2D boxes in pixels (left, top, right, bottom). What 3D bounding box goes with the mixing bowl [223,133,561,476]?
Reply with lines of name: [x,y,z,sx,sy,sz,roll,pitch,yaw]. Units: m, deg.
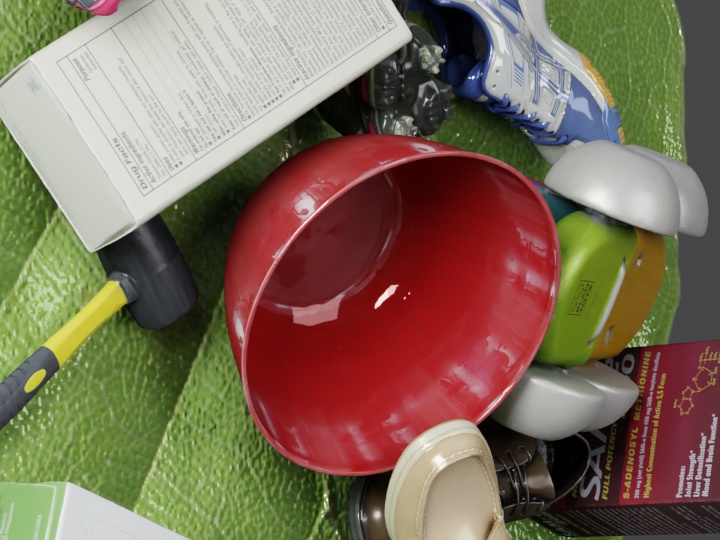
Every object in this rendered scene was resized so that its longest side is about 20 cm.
mixing bowl: [0.000,0.000,1.578,0.199,0.108,0.201,-17,127,-24]

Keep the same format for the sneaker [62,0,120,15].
sneaker: [-0.131,-0.183,1.458,0.074,0.081,0.200,34,31,-4]

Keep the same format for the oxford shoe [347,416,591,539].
oxford shoe: [0.067,0.123,1.697,0.200,0.084,0.073,-21,103,-49]

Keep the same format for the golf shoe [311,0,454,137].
golf shoe: [-0.003,-0.163,1.612,0.077,0.088,0.201,-25,121,-43]

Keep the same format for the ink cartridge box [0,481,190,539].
ink cartridge box: [-0.116,0.190,1.476,0.200,0.059,0.105,31,62,-45]

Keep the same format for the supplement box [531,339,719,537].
supplement box: [0.199,0.104,1.768,0.061,0.199,0.110,31,61,-43]

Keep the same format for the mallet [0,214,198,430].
mallet: [-0.160,0.032,1.466,0.200,0.041,0.066,-39,116,-43]

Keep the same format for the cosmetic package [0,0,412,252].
cosmetic package: [-0.082,-0.107,1.489,0.200,0.073,0.104,-35,95,-28]

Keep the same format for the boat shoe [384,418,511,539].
boat shoe: [0.060,0.172,1.624,0.073,0.069,0.201,-22,135,-18]

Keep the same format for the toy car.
toy car: [0.110,-0.002,1.708,0.176,0.149,0.200,-68,164,8]

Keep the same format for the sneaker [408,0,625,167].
sneaker: [0.091,-0.120,1.782,0.088,0.075,0.201,-46,113,-31]
